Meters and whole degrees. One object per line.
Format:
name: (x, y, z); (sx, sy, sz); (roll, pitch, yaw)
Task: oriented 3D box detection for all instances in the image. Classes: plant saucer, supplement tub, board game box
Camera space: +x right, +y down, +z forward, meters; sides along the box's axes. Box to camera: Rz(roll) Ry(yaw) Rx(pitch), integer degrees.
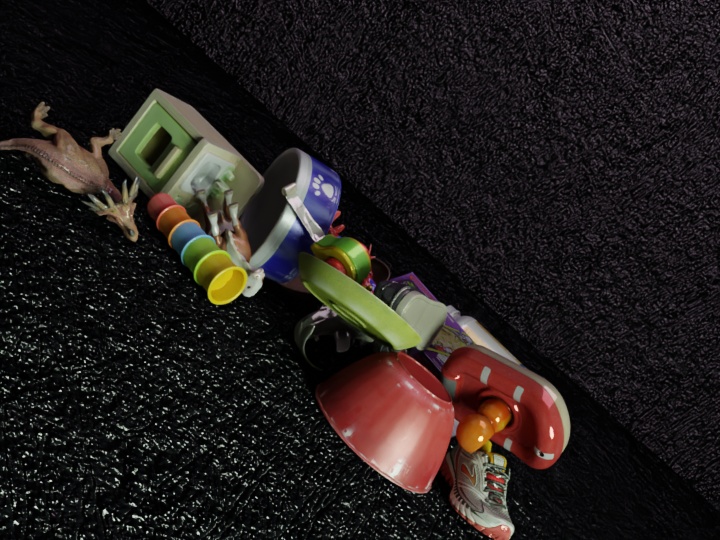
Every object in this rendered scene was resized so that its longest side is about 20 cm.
plant saucer: (-0.050, 0.016, 1.472); (0.198, 0.037, 0.201); (1, 22, 0)
supplement tub: (0.195, 0.175, 1.615); (0.200, 0.145, 0.144); (44, 11, 19)
board game box: (0.104, 0.092, 1.382); (0.119, 0.032, 0.200); (-19, 60, -45)
plant saucer: (-0.008, 0.048, 1.177); (0.199, 0.031, 0.200); (36, -9, 7)

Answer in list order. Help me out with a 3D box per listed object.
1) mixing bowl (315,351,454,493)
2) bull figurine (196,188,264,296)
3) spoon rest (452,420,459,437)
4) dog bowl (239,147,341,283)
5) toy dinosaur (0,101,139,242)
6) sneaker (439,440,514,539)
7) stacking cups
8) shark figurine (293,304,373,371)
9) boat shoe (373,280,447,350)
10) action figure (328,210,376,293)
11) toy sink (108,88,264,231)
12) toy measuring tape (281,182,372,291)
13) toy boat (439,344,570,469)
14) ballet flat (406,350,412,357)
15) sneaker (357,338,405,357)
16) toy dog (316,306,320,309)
mixing bowl: (0.049, 0.178, 1.169); (0.200, 0.109, 0.200); (39, 9, -7)
bull figurine: (-0.189, -0.042, 1.284); (0.200, 0.065, 0.123); (-137, -144, -61)
spoon rest: (0.130, 0.232, 1.358); (0.199, 0.061, 0.100); (34, 22, -38)
dog bowl: (-0.116, -0.085, 1.390); (0.078, 0.201, 0.200); (27, 15, -24)
toy dinosaur: (-0.342, -0.120, 1.080); (0.199, 0.086, 0.136); (21, 28, -47)
sneaker: (0.162, 0.285, 1.201); (0.078, 0.082, 0.200); (36, 11, -22)
stacking cups: (-0.232, -0.036, 1.207); (0.200, 0.061, 0.060); (42, 9, 33)
shark figurine: (-0.050, 0.067, 1.305); (0.127, 0.090, 0.214); (25, 18, 29)
boat shoe: (0.070, 0.058, 1.257); (0.062, 0.073, 0.200); (33, -4, 24)
action figure: (0.000, 0.000, 1.341); (0.066, 0.051, 0.201); (85, -18, -59)
toy sink: (-0.270, -0.160, 1.375); (0.200, 0.131, 0.112); (45, 11, 21)
toy measuring tape: (-0.039, -0.043, 1.261); (0.201, 0.073, 0.074); (58, 9, -4)
toy boat: (0.178, 0.198, 1.202); (0.199, 0.131, 0.130); (27, 44, 30)
ballet flat: (0.154, 0.172, 1.407); (0.200, 0.063, 0.067); (44, 48, 14)
sneaker: (0.034, 0.127, 1.408); (0.201, 0.074, 0.081); (-98, 176, -45)
toy dog: (0.031, 0.085, 1.531); (0.200, 0.096, 0.132); (44, 10, 16)
